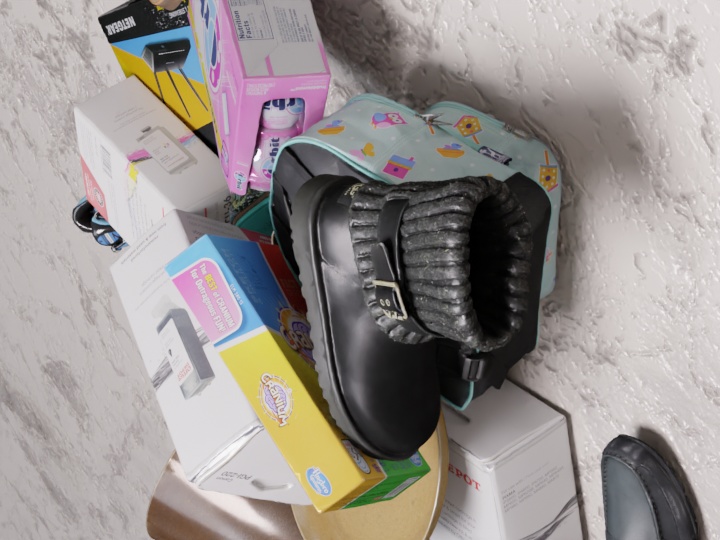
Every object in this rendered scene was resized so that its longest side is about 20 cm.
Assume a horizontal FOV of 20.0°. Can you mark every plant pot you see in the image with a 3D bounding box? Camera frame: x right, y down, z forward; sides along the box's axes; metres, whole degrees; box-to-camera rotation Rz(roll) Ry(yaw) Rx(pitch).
[{"bbox_3d":[0.008,0.142,1.578,0.199,0.027,0.202,-2,88,53],"label":"plant pot"},{"bbox_3d":[-0.062,0.223,1.878,0.199,0.187,0.188,33,146,18],"label":"plant pot"}]

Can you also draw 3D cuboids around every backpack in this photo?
[{"bbox_3d":[0.038,-0.031,1.420,0.199,0.153,0.177,26,141,25],"label":"backpack"}]

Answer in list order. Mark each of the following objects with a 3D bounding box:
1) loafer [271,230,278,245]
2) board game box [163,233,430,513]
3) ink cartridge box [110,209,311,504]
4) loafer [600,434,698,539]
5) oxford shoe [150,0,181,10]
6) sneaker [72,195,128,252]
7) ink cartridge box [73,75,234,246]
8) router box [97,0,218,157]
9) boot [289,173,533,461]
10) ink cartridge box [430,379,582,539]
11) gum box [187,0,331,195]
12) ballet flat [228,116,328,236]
[{"bbox_3d":[-0.008,0.032,1.524,0.200,0.067,0.076,53,128,37],"label":"loafer"},{"bbox_3d":[-0.041,0.071,1.420,0.201,0.040,0.153,56,-166,12],"label":"board game box"},{"bbox_3d":[-0.088,0.067,1.546,0.085,0.145,0.201,-39,57,27],"label":"ink cartridge box"},{"bbox_3d":[0.206,0.212,1.474,0.068,0.070,0.202,20,134,52],"label":"loafer"},{"bbox_3d":[-0.195,-0.266,1.650,0.200,0.071,0.072,40,112,62],"label":"oxford shoe"},{"bbox_3d":[-0.205,-0.042,1.921,0.199,0.090,0.079,14,130,55],"label":"sneaker"},{"bbox_3d":[-0.157,-0.057,1.724,0.200,0.067,0.117,45,152,31],"label":"ink cartridge box"},{"bbox_3d":[-0.131,-0.168,1.698,0.200,0.051,0.150,-6,112,61],"label":"router box"},{"bbox_3d":[0.044,0.036,1.284,0.157,0.079,0.212,7,124,42],"label":"boot"},{"bbox_3d":[0.099,0.181,1.617,0.145,0.084,0.201,32,144,46],"label":"ink cartridge box"},{"bbox_3d":[-0.076,-0.162,1.493,0.114,0.066,0.201,101,159,-49],"label":"gum box"},{"bbox_3d":[-0.036,-0.083,1.593,0.199,0.074,0.075,-23,97,44],"label":"ballet flat"}]
